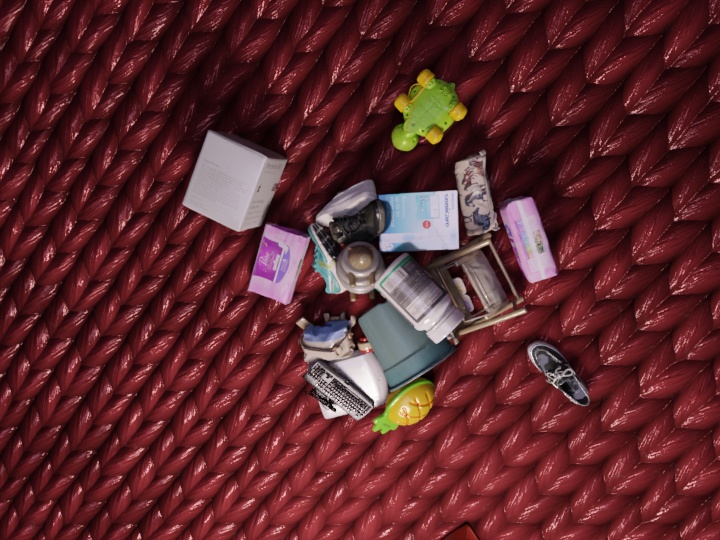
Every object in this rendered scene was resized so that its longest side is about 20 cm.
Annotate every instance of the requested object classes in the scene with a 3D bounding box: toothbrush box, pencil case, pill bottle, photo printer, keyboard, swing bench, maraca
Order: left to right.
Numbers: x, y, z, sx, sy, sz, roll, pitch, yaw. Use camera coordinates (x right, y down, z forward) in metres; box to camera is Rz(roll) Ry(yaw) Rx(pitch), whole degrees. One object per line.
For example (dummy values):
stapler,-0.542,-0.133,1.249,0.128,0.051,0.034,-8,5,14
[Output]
keyboard,-0.066,0.332,1.349,0.200,0.040,0.104,40,108,-8
photo printer,-0.027,0.305,1.400,0.199,0.069,0.167,-18,99,11
maraca,0.115,0.362,1.360,0.200,0.137,0.107,-45,47,7
toothbrush box,0.146,-0.124,1.291,0.199,0.085,0.147,-1,98,8
pill bottle,0.136,0.065,1.183,0.200,0.113,0.113,45,103,6
swing bench,0.273,0.043,1.267,0.200,0.130,0.199,-27,93,17
pencil case,0.287,-0.188,1.258,0.089,0.078,0.201,-6,99,38

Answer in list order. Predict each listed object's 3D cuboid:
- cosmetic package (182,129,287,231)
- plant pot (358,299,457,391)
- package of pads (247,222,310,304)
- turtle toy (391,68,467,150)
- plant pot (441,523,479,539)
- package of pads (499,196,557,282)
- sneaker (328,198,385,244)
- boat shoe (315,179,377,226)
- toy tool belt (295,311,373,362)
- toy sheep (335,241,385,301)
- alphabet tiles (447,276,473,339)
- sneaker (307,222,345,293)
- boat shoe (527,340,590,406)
cosmetic package,-0.316,-0.229,1.307,0.165,0.165,0.200,26,104,4
plant pot,0.105,0.166,1.284,0.200,0.200,0.196,-35,82,13
package of pads,-0.220,-0.020,1.373,0.120,0.076,0.201,19,102,4
turtle toy,0.153,-0.374,1.238,0.200,0.101,0.146,-44,90,14
plant pot,0.257,0.862,1.398,0.176,0.200,0.200,-32,94,24
package of pads,0.401,-0.079,1.231,0.075,0.121,0.200,-20,96,12
sneaker,-0.009,-0.111,1.251,0.114,0.199,0.076,-7,78,-19
boat shoe,-0.039,-0.173,1.306,0.200,0.072,0.069,-27,52,45
toy tool belt,-0.066,0.168,1.357,0.199,0.125,0.123,-11,104,14
toy sheep,0.000,0.000,1.289,0.137,0.200,0.138,2,65,-4
alphabet tiles,0.191,0.097,1.358,0.200,0.015,0.196,-23,95,12
sneaker,-0.097,-0.028,1.352,0.079,0.078,0.200,-18,101,23
boat shoe,0.508,0.265,1.307,0.074,0.068,0.199,-38,92,13
